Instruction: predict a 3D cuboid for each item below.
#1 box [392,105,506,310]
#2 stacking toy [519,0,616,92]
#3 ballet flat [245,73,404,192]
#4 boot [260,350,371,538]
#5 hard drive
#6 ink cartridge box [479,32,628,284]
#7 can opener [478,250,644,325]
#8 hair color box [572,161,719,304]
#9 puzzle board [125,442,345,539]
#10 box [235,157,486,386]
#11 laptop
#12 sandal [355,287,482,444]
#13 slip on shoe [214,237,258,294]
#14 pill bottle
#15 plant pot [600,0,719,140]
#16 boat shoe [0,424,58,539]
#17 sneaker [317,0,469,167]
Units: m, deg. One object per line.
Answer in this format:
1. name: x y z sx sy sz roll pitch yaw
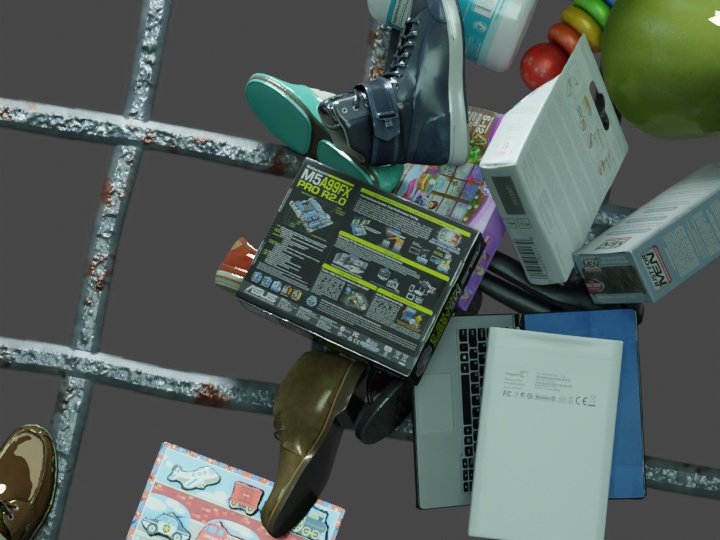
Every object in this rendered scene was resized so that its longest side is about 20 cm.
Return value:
1. box: 0.090 -0.071 1.710 0.136 0.039 0.201 18 76 38
2. stacking toy: 0.244 -0.266 1.771 0.200 0.085 0.085 -44 82 -3
3. ballet flat: -0.032 -0.144 1.745 0.200 0.068 0.070 40 51 21
4. boot: -0.061 0.171 1.678 0.075 0.074 0.201 19 65 16
5. hard drive: 0.179 0.162 1.625 0.131 0.027 0.202 6 86 0
6. ink cartridge box: 0.197 -0.112 1.686 0.057 0.163 0.201 -2 44 31
7. can opener: 0.190 0.030 1.722 0.198 0.079 0.064 20 118 7
8. hair color box: 0.319 -0.040 1.675 0.199 0.099 0.061 -32 103 -25
9. puzzle board: -0.133 0.276 1.681 0.198 0.017 0.152 20 78 4
10. box: 0.000 0.000 1.642 0.199 0.044 0.161 23 78 18
11. laptop: 0.162 0.134 1.644 0.198 0.116 0.189 -1 86 -29
12. sandal: 0.051 0.091 1.701 0.048 0.075 0.201 29 71 25
13. slip on shoe: -0.048 0.016 1.709 0.198 0.074 0.062 17 82 8
14. pill bottle: 0.083 -0.293 1.754 0.199 0.111 0.112 24 79 5
15. plant pot: 0.365 -0.213 1.662 0.185 0.200 0.189 -3 101 -17
16. boat shoe: -0.353 0.247 1.659 0.071 0.068 0.202 16 78 4
17. sneaker: 0.028 -0.201 1.660 0.145 0.077 0.204 -5 92 -11
